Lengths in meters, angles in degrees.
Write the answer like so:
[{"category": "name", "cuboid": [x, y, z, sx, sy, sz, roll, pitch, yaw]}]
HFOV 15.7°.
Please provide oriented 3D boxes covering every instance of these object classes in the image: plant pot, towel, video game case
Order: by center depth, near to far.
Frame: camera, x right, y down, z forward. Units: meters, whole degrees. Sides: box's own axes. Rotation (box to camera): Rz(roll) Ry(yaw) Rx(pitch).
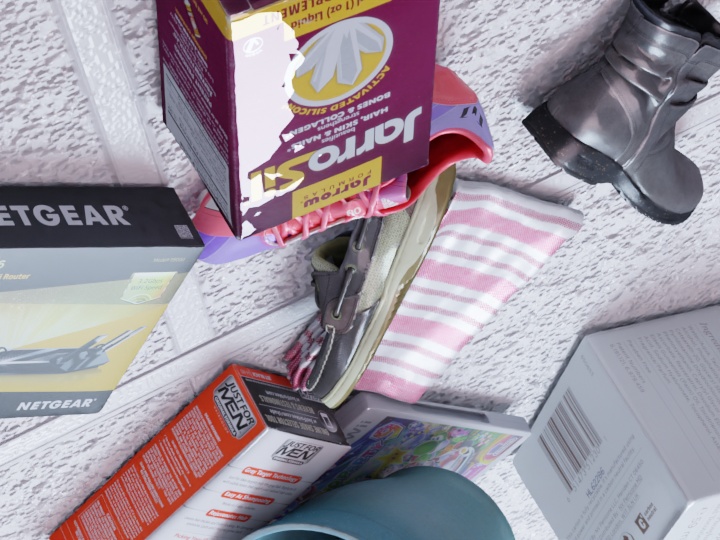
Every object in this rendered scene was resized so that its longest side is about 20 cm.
[{"category": "towel", "cuboid": [0.053, 0.018, 1.806, 0.146, 0.030, 0.200, 9, 131, -48]}, {"category": "plant pot", "cuboid": [0.017, 0.236, 1.883, 0.200, 0.200, 0.188, -53, 171, 33]}, {"category": "video game case", "cuboid": [0.020, 0.147, 1.965, 0.143, 0.018, 0.199, -41, 148, 27]}]

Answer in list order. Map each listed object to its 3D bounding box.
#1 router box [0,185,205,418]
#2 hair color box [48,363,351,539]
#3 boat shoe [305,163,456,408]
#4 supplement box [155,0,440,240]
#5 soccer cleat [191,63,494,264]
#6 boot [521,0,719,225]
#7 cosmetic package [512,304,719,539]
[{"category": "router box", "cuboid": [-0.213, 0.021, 1.554, 0.199, 0.052, 0.158, -2, 139, -40]}, {"category": "hair color box", "cuboid": [-0.113, 0.156, 1.831, 0.200, 0.061, 0.101, -42, 148, 21]}, {"category": "boat shoe", "cuboid": [0.000, 0.000, 1.699, 0.066, 0.072, 0.201, 25, 125, -2]}, {"category": "supplement box", "cuboid": [-0.036, -0.130, 1.439, 0.130, 0.103, 0.200, -23, 149, -15]}, {"category": "soccer cleat", "cuboid": [-0.013, -0.054, 1.596, 0.199, 0.077, 0.067, -31, 150, 0]}, {"category": "boot", "cuboid": [0.206, -0.107, 1.725, 0.132, 0.070, 0.200, -47, 151, 17]}, {"category": "cosmetic package", "cuboid": [0.261, 0.143, 2.037, 0.199, 0.167, 0.168, -12, 145, -31]}]
